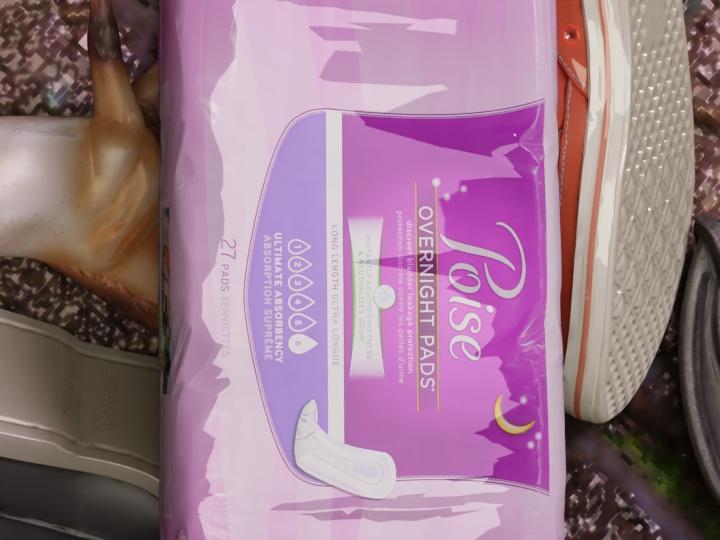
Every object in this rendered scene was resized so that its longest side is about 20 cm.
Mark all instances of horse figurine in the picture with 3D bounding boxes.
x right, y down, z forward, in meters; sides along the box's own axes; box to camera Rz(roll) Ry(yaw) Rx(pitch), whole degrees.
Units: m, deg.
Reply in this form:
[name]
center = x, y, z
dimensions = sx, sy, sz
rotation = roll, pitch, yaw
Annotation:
[horse figurine]
center = -0.111, -0.045, 0.892
dimensions = 0.199, 0.050, 0.134
rotation = 2, 95, -26

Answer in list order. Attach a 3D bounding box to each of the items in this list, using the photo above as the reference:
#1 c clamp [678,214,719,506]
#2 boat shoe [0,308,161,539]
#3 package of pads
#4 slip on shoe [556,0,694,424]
[c clamp]
center = 0.187, -0.005, 0.964
dimensions = 0.199, 0.027, 0.172
rotation = -26, 100, -8
[boat shoe]
center = -0.070, 0.071, 0.927
dimensions = 0.199, 0.073, 0.063
rotation = 22, 132, -12
[package of pads]
center = 0.000, 0.000, 0.860
dimensions = 0.120, 0.076, 0.202
rotation = -1, 87, -7
[slip on shoe]
center = 0.068, -0.051, 0.932
dimensions = 0.061, 0.074, 0.202
rotation = 0, 99, 28
